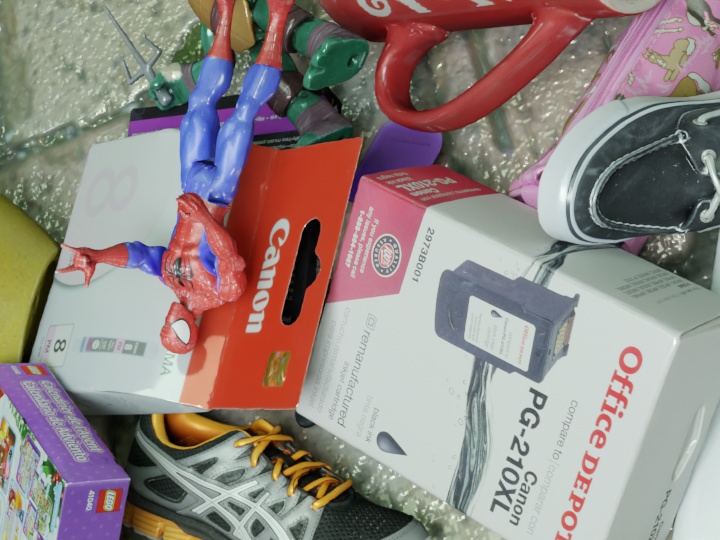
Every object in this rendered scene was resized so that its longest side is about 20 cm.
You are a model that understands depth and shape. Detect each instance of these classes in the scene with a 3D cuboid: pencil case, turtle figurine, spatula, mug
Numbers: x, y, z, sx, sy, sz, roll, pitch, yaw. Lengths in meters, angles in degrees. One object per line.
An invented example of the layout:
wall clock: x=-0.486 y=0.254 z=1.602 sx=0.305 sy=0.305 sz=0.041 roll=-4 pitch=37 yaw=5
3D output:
pencil case: x=0.164 y=-0.101 z=0.869 sx=0.083 sy=0.087 sz=0.201 roll=33 pitch=82 yaw=-2
turtle figurine: x=-0.082 y=-0.152 z=0.922 sx=0.101 sy=0.150 sz=0.200 roll=-41 pitch=63 yaw=-18
spatula: x=0.000 y=0.000 z=0.931 sx=0.056 sy=0.021 sz=0.201 roll=10 pitch=79 yaw=42
mug: x=0.082 y=-0.178 z=0.880 sx=0.133 sy=0.178 sz=0.199 roll=-28 pitch=23 yaw=-37

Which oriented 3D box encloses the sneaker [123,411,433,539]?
sneaker: x=-0.052 y=0.125 z=0.865 sx=0.199 sy=0.078 sz=0.078 roll=12 pitch=104 yaw=23

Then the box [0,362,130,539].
box: x=-0.183 y=0.170 z=0.850 sx=0.137 sy=0.039 sz=0.201 roll=38 pitch=121 yaw=51

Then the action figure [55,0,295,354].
action figure: x=-0.093 y=-0.055 z=0.801 sx=0.065 sy=0.099 sz=0.201 roll=11 pitch=95 yaw=30

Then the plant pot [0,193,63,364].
plant pot: x=-0.260 y=0.021 z=0.944 sx=0.141 sy=0.200 sz=0.201 roll=11 pitch=75 yaw=2

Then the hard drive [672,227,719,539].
hard drive: x=0.246 y=0.058 z=0.819 sx=0.131 sy=0.027 sz=0.201 roll=6 pitch=74 yaw=22

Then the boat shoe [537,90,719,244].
boat shoe: x=0.180 y=-0.052 z=0.799 sx=0.068 sy=0.199 sz=0.072 roll=24 pitch=119 yaw=48

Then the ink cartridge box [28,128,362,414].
ink cartridge box: x=-0.100 y=-0.002 z=0.873 sx=0.199 sy=0.057 sz=0.163 roll=-8 pitch=62 yaw=48

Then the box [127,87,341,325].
box: x=-0.088 y=-0.013 z=0.954 sx=0.142 sy=0.036 sz=0.201 roll=-4 pitch=66 yaw=24

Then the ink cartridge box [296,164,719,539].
ink cartridge box: x=0.080 y=0.050 z=0.814 sx=0.199 sy=0.084 sz=0.146 roll=28 pitch=113 yaw=30
